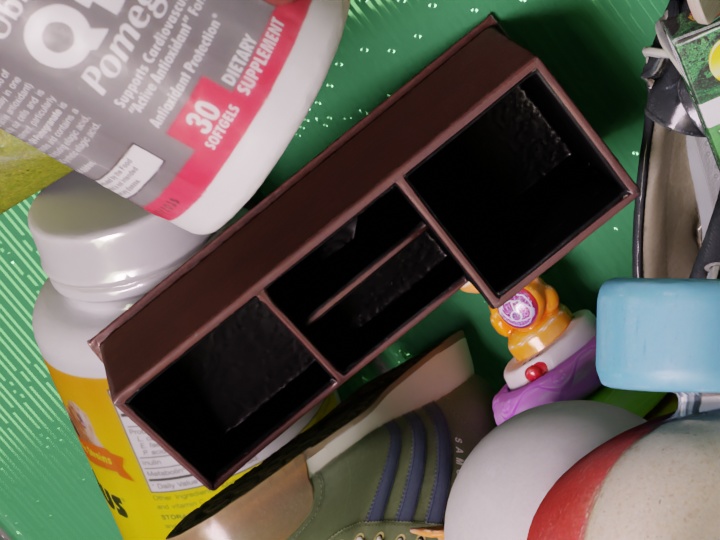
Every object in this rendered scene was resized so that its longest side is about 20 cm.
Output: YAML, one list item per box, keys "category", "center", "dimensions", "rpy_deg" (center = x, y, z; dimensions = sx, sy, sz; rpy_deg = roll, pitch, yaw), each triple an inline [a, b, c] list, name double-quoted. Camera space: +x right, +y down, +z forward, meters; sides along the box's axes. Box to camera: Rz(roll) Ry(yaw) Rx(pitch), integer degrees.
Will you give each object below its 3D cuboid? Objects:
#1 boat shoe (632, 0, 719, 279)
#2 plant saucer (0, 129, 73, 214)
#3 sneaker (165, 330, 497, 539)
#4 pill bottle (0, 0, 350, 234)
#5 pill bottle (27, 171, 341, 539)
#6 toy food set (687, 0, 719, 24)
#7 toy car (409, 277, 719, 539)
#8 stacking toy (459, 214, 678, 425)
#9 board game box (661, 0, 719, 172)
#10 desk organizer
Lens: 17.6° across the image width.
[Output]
- category: "boat shoe"
  center: [0.130, -0.059, 0.825]
  dimensions: [0.060, 0.076, 0.201]
  rpy_deg: [-15, 124, -15]
- category: "plant saucer"
  center: [-0.215, -0.092, 0.925]
  dimensions: [0.200, 0.048, 0.200]
  rpy_deg: [-25, 104, 47]
- category: "sneaker"
  center: [0.010, 0.096, 0.904]
  dimensions: [0.067, 0.200, 0.090]
  rpy_deg: [-30, 91, 34]
- category: "pill bottle"
  center: [-0.112, -0.105, 0.805]
  dimensions: [0.200, 0.111, 0.111]
  rpy_deg: [29, 131, -16]
- category: "pill bottle"
  center: [-0.068, 0.049, 0.971]
  dimensions: [0.109, 0.109, 0.201]
  rpy_deg: [-4, 122, 25]
- category: "toy food set"
  center: [0.025, -0.153, 0.786]
  dimensions: [0.200, 0.060, 0.144]
  rpy_deg: [9, 130, 43]
- category: "toy car"
  center: [0.107, 0.093, 0.820]
  dimensions: [0.200, 0.176, 0.185]
  rpy_deg: [1, 92, 59]
- category: "stacking toy"
  center: [0.097, 0.057, 0.929]
  dimensions: [0.116, 0.110, 0.200]
  rpy_deg: [-32, 97, 36]
- category: "board game box"
  center: [0.210, -0.075, 0.773]
  dimensions: [0.199, 0.023, 0.105]
  rpy_deg: [-22, 120, 7]
- category: "desk organizer"
  center: [0.000, 0.000, 0.863]
  dimensions: [0.200, 0.077, 0.072]
  rpy_deg: [-39, 107, 1]
